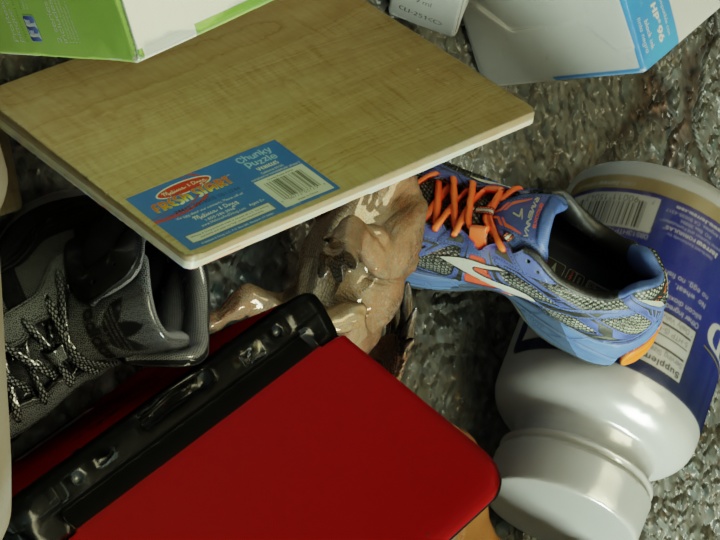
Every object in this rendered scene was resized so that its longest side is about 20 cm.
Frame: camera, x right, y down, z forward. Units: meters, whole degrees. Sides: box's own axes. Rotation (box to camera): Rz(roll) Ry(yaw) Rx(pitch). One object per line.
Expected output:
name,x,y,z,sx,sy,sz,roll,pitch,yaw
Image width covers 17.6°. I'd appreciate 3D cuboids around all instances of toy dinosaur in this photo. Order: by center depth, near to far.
toy dinosaur,0.000,0.000,1.145,0.135,0.086,0.201,-1,122,-51

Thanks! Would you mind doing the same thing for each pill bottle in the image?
pill bottle,0.143,0.051,1.312,0.120,0.119,0.201,44,58,-38

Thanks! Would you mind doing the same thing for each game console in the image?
game console,-0.071,0.108,1.012,0.200,0.172,0.119,-35,98,-44

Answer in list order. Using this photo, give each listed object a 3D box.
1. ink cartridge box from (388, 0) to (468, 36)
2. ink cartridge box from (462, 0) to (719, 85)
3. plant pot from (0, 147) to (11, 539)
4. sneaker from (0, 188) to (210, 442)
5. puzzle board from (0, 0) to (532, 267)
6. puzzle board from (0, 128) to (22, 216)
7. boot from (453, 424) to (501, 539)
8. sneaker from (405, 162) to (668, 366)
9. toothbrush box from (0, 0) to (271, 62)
ink cartridge box,0.077,-0.251,1.225,0.176,0.044,0.201,106,6,-64
ink cartridge box,0.159,-0.180,1.340,0.200,0.115,0.068,-39,118,-41
plant pot,-0.211,0.035,0.868,0.200,0.199,0.175,-42,128,-41
sneaker,-0.137,0.034,0.998,0.200,0.113,0.076,-52,125,-36
puzzle board,-0.045,-0.069,1.034,0.199,0.150,0.017,-25,136,-35
puzzle board,-0.222,-0.106,0.981,0.150,0.017,0.202,-21,104,-46
boot,0.089,0.173,1.247,0.154,0.077,0.202,-4,97,-29
sneaker,0.076,-0.022,1.219,0.199,0.079,0.076,21,63,-4
toothbrush box,-0.087,-0.152,0.948,0.145,0.200,0.087,-28,110,-26
